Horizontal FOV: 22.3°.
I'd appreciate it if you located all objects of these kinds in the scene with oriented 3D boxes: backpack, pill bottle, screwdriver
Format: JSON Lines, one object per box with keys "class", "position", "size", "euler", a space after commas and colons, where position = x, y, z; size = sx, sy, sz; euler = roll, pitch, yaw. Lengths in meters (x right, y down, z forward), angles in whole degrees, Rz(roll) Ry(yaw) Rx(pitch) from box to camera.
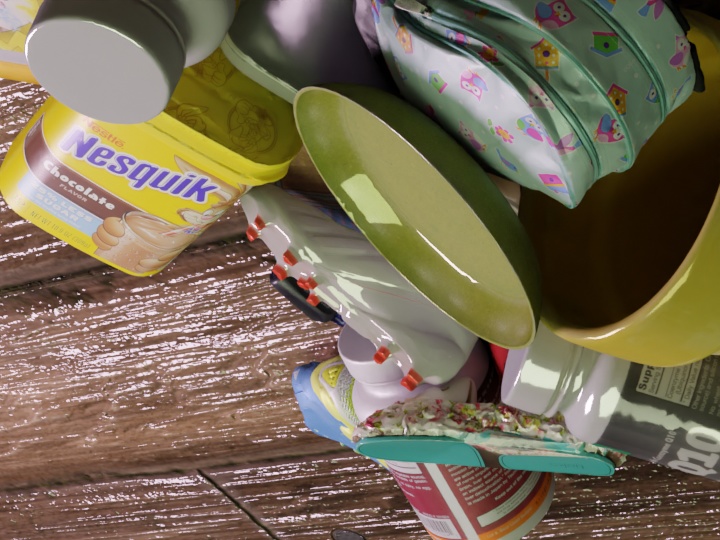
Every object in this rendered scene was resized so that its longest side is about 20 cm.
{"class": "backpack", "position": [0.091, -0.122, 1.008], "size": [0.200, 0.127, 0.167], "euler": [31, 168, 47]}
{"class": "pill bottle", "position": [0.064, 0.115, 1.410], "size": [0.113, 0.113, 0.200], "euler": [-8, 127, 34]}
{"class": "pill bottle", "position": [0.200, 0.069, 1.189], "size": [0.199, 0.114, 0.113], "euler": [17, 147, -1]}
{"class": "pill bottle", "position": [-0.111, -0.182, 1.005], "size": [0.111, 0.201, 0.112], "euler": [13, 146, 9]}
{"class": "screwdriver", "position": [0.006, 0.051, 1.446], "size": [0.200, 0.029, 0.028], "euler": [34, 144, -30]}

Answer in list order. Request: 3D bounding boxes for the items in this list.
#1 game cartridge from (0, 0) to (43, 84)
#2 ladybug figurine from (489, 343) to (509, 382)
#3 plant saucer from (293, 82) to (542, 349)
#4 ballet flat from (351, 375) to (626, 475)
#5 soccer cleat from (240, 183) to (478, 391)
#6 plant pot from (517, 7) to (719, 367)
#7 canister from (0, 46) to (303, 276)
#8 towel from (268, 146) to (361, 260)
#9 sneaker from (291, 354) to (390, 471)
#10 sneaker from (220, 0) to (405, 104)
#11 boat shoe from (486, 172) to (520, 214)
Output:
{"class": "game cartridge", "position": [-0.195, -0.180, 1.200], "size": [0.199, 0.033, 0.177], "euler": [12, 146, 11]}
{"class": "ladybug figurine", "position": [0.156, 0.065, 1.344], "size": [0.135, 0.072, 0.200], "euler": [4, 144, 21]}
{"class": "plant saucer", "position": [0.040, -0.038, 1.069], "size": [0.200, 0.031, 0.200], "euler": [44, 164, 15]}
{"class": "ballet flat", "position": [0.095, 0.109, 1.308], "size": [0.199, 0.064, 0.076], "euler": [3, 156, 11]}
{"class": "soccer cleat", "position": [0.000, 0.000, 1.304], "size": [0.200, 0.078, 0.069], "euler": [42, 164, -2]}
{"class": "plant pot", "position": [0.225, -0.031, 1.086], "size": [0.188, 0.202, 0.201], "euler": [17, 150, -29]}
{"class": "canister", "position": [-0.142, -0.084, 1.218], "size": [0.148, 0.087, 0.200], "euler": [29, 146, -18]}
{"class": "towel", "position": [-0.009, -0.059, 1.293], "size": [0.146, 0.022, 0.200], "euler": [7, 145, 15]}
{"class": "sneaker", "position": [0.019, 0.127, 1.518], "size": [0.105, 0.076, 0.200], "euler": [8, 150, 49]}
{"class": "sneaker", "position": [0.018, -0.132, 1.127], "size": [0.199, 0.075, 0.106], "euler": [24, 144, -15]}
{"class": "boat shoe", "position": [0.073, -0.014, 1.214], "size": [0.072, 0.069, 0.200], "euler": [-2, 166, 6]}
